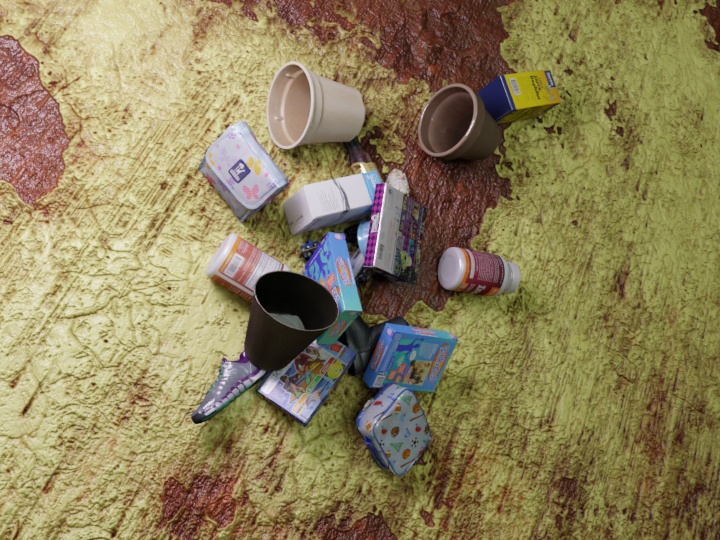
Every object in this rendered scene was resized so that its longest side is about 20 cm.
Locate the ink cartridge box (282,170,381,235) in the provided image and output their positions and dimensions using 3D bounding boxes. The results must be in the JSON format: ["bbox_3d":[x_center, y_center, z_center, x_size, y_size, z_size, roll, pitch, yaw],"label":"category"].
[{"bbox_3d":[-0.062,-0.159,1.606,0.200,0.145,0.084,-16,85,-29],"label":"ink cartridge box"}]

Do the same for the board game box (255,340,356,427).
[{"bbox_3d":[-0.119,0.228,1.511,0.135,0.034,0.200,31,62,15],"label":"board game box"}]

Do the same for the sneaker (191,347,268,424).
[{"bbox_3d":[-0.293,0.241,1.441,0.088,0.074,0.200,51,50,4],"label":"sneaker"}]

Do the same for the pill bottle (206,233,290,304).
[{"bbox_3d":[-0.228,0.015,1.499,0.200,0.112,0.112,33,65,-17],"label":"pill bottle"}]

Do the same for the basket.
[{"bbox_3d":[-0.163,0.116,1.426,0.180,0.200,0.136,20,48,-13],"label":"basket"}]

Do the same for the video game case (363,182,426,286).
[{"bbox_3d":[0.084,-0.081,1.587,0.181,0.036,0.200,22,72,-50],"label":"video game case"}]

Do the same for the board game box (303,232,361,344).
[{"bbox_3d":[-0.066,0.041,1.513,0.045,0.152,0.200,5,54,-29],"label":"board game box"}]

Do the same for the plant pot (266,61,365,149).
[{"bbox_3d":[-0.097,-0.385,1.634,0.183,0.200,0.201,-2,78,-38],"label":"plant pot"}]

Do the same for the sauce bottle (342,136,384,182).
[{"bbox_3d":[0.010,-0.250,1.706,0.066,0.066,0.200,-17,72,-29],"label":"sauce bottle"}]

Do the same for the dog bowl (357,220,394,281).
[{"bbox_3d":[0.068,-0.052,1.650,0.200,0.050,0.112,38,47,-44],"label":"dog bowl"}]

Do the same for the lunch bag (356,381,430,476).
[{"bbox_3d":[0.074,0.362,1.552,0.160,0.075,0.200,-44,124,-26],"label":"lunch bag"}]

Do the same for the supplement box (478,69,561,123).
[{"bbox_3d":[0.465,-0.505,1.981,0.200,0.109,0.110,-16,84,-29],"label":"supplement box"}]

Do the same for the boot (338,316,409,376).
[{"bbox_3d":[0.028,0.136,1.616,0.168,0.076,0.200,-18,93,-26],"label":"boot"}]

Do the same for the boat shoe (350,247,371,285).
[{"bbox_3d":[0.000,0.000,1.638,0.066,0.070,0.200,49,44,-16],"label":"boat shoe"}]

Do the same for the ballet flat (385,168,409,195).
[{"bbox_3d":[0.094,-0.176,1.737,0.076,0.064,0.200,19,69,-21],"label":"ballet flat"}]

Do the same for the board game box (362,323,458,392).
[{"bbox_3d":[0.119,0.209,1.601,0.200,0.045,0.152,12,109,-35],"label":"board game box"}]

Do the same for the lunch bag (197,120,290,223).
[{"bbox_3d":[-0.255,-0.218,1.492,0.127,0.200,0.170,-41,98,-29],"label":"lunch bag"}]

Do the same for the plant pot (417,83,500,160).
[{"bbox_3d":[0.283,-0.379,1.829,0.174,0.200,0.201,13,71,-42],"label":"plant pot"}]

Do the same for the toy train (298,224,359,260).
[{"bbox_3d":[-0.066,-0.072,1.647,0.200,0.034,0.046,-22,85,-30],"label":"toy train"}]

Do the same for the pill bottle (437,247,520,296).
[{"bbox_3d":[0.313,0.007,1.774,0.200,0.113,0.113,9,74,-24],"label":"pill bottle"}]
